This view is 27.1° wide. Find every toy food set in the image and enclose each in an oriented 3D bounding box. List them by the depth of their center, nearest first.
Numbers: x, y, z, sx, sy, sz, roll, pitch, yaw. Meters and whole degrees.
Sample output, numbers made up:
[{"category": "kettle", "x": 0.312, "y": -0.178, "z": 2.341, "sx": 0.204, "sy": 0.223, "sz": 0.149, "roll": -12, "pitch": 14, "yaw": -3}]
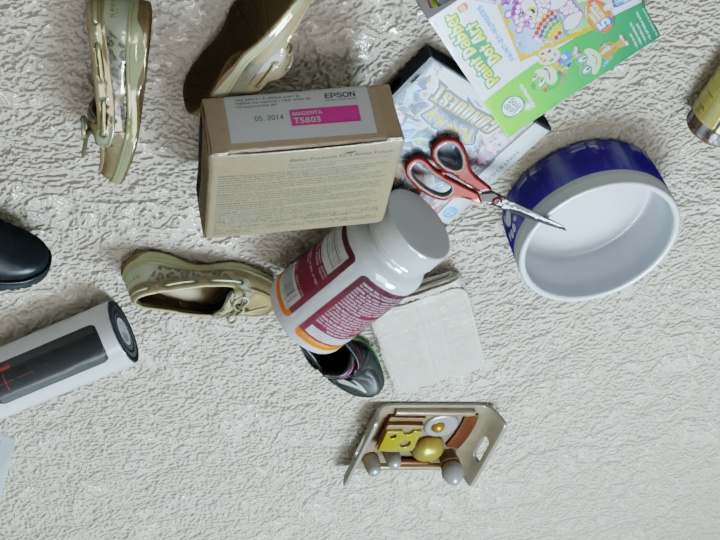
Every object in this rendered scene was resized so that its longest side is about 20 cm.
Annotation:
[{"category": "toy food set", "x": 0.088, "y": 0.251, "z": 2.069, "sx": 0.199, "sy": 0.061, "sz": 0.144, "roll": 2, "pitch": 135, "yaw": -22}]

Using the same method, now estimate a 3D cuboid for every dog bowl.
[{"category": "dog bowl", "x": 0.274, "y": -0.058, "z": 1.783, "sx": 0.199, "sy": 0.079, "sz": 0.200, "roll": -10, "pitch": 139, "yaw": -9}]

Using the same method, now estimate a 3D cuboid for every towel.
[{"category": "towel", "x": 0.083, "y": 0.079, "z": 1.901, "sx": 0.132, "sy": 0.035, "sz": 0.200, "roll": -17, "pitch": 140, "yaw": 1}]

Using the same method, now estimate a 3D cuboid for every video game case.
[{"category": "video game case", "x": 0.084, "y": -0.143, "z": 1.664, "sx": 0.200, "sy": 0.026, "sz": 0.181, "roll": 25, "pitch": 124, "yaw": -38}]

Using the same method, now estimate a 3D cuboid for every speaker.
[{"category": "speaker", "x": -0.365, "y": 0.108, "z": 1.740, "sx": 0.200, "sy": 0.081, "sz": 0.081, "roll": -22, "pitch": 139, "yaw": 6}]

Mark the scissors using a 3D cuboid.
[{"category": "scissors", "x": 0.139, "y": -0.080, "z": 1.682, "sx": 0.200, "sy": 0.014, "sz": 0.073, "roll": 35, "pitch": 111, "yaw": -23}]

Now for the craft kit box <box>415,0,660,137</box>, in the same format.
[{"category": "craft kit box", "x": 0.186, "y": -0.260, "z": 1.541, "sx": 0.197, "sy": 0.049, "sz": 0.200, "roll": -32, "pitch": 135, "yaw": 11}]

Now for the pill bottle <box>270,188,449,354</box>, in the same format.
[{"category": "pill bottle", "x": 0.000, "y": 0.000, "z": 1.707, "sx": 0.114, "sy": 0.114, "sz": 0.200, "roll": 23, "pitch": 133, "yaw": -37}]

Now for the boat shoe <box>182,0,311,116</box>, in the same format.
[{"category": "boat shoe", "x": -0.101, "y": -0.221, "z": 1.483, "sx": 0.065, "sy": 0.072, "sz": 0.200, "roll": 12, "pitch": 137, "yaw": -37}]

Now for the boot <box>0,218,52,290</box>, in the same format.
[{"category": "boot", "x": -0.401, "y": -0.066, "z": 1.537, "sx": 0.200, "sy": 0.077, "sz": 0.168, "roll": 11, "pitch": 136, "yaw": -21}]

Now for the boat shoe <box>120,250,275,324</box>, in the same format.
[{"category": "boat shoe", "x": -0.181, "y": 0.030, "z": 1.731, "sx": 0.200, "sy": 0.063, "sz": 0.073, "roll": 8, "pitch": 132, "yaw": -28}]

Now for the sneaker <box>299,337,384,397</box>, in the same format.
[{"category": "sneaker", "x": -0.031, "y": 0.111, "z": 1.856, "sx": 0.077, "sy": 0.084, "sz": 0.200, "roll": -28, "pitch": 138, "yaw": 14}]

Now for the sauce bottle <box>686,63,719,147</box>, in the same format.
[{"category": "sauce bottle", "x": 0.438, "y": -0.228, "z": 1.665, "sx": 0.065, "sy": 0.065, "sz": 0.200, "roll": 7, "pitch": 134, "yaw": -26}]

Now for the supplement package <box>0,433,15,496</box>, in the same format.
[{"category": "supplement package", "x": -0.538, "y": 0.238, "z": 1.728, "sx": 0.152, "sy": 0.151, "sz": 0.200, "roll": -10, "pitch": 151, "yaw": 43}]

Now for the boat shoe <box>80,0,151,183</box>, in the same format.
[{"category": "boat shoe", "x": -0.245, "y": -0.178, "z": 1.473, "sx": 0.062, "sy": 0.073, "sz": 0.200, "roll": 6, "pitch": 124, "yaw": -10}]

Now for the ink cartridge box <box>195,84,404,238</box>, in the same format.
[{"category": "ink cartridge box", "x": -0.067, "y": -0.112, "z": 1.549, "sx": 0.199, "sy": 0.075, "sz": 0.165, "roll": -5, "pitch": 151, "yaw": -12}]
